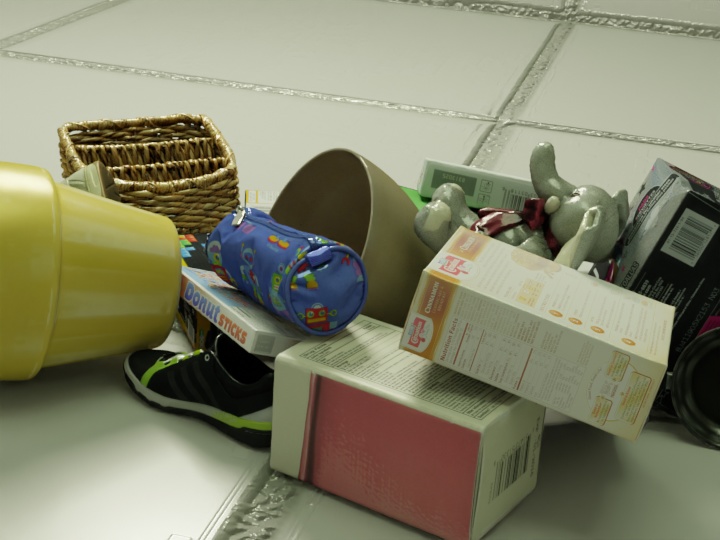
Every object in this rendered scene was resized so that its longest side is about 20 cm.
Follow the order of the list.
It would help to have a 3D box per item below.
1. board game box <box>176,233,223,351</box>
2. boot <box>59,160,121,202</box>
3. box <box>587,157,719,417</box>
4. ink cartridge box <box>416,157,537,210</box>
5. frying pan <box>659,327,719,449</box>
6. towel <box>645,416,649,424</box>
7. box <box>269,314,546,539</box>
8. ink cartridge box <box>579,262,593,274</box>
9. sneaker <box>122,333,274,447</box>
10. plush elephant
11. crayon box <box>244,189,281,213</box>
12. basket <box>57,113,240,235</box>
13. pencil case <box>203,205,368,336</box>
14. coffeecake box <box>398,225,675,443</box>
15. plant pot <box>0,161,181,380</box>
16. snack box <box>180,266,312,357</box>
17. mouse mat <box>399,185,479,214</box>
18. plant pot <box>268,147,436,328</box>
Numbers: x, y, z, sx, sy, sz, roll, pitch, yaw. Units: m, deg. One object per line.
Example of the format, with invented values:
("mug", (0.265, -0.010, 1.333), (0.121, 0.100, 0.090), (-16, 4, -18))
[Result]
("board game box", (-0.123, 0.016, 1.422), (0.164, 0.057, 0.200), (-6, 24, -20))
("boot", (-0.327, -0.010, 1.411), (0.153, 0.072, 0.201), (-20, 58, 7))
("box", (0.298, 0.016, 1.264), (0.131, 0.201, 0.115), (25, 17, -11))
("ink cartridge box", (0.147, -0.096, 1.558), (0.161, 0.051, 0.200), (12, 3, 1))
("frying pan", (0.309, 0.118, 1.216), (0.189, 0.116, 0.031), (-18, 1, 13))
("towel", (0.159, 0.092, 1.189), (0.199, 0.023, 0.144), (25, -1, -3))
("box", (0.040, 0.128, 1.098), (0.199, 0.110, 0.128), (17, 24, 29))
("ink cartridge box", (0.199, 0.014, 1.409), (0.199, 0.084, 0.144), (0, 20, -37))
("sneaker", (-0.131, 0.090, 1.196), (0.199, 0.084, 0.072), (17, 24, 29))
("plush elephant", (0.167, -0.039, 1.216), (0.200, 0.155, 0.165), (48, 15, 6))
("crayon box", (-0.044, -0.052, 1.613), (0.198, 0.052, 0.126), (2, 22, -5))
("basket", (-0.246, -0.113, 1.551), (0.198, 0.150, 0.142), (-5, 4, -25))
("pencil case", (-0.070, -0.005, 1.177), (0.078, 0.087, 0.200), (-27, 24, -21))
("coffeecake box", (0.148, 0.046, 1.073), (0.199, 0.074, 0.154), (22, 20, 10))
("plant pot", (-0.278, 0.006, 1.246), (0.187, 0.202, 0.201), (5, 19, -27))
("snack box", (-0.113, 0.037, 1.224), (0.071, 0.025, 0.200), (11, 11, -33))
("mouse mat", (0.073, -0.070, 1.451), (0.160, 0.008, 0.200), (15, 13, 15))
("plant pot", (0.000, 0.000, 1.277), (0.134, 0.201, 0.200), (23, 10, -32))
